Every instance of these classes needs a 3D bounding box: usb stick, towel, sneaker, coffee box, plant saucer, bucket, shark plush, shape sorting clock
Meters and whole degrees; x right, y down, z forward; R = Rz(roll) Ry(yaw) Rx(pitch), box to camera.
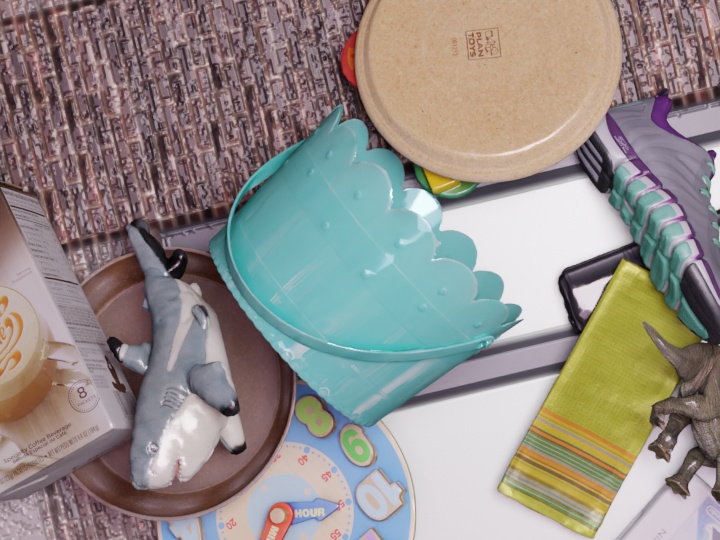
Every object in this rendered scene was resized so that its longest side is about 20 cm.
[{"bbox_3d":[0.245,-0.008,1.254,0.200,0.033,0.056,-21,89,2],"label":"usb stick"},{"bbox_3d":[0.183,0.097,1.248,0.086,0.018,0.200,25,101,-10],"label":"towel"},{"bbox_3d":[0.236,-0.046,1.207,0.087,0.074,0.200,-24,68,-12],"label":"sneaker"},{"bbox_3d":[-0.253,0.052,1.219,0.114,0.080,0.200,-30,79,9],"label":"coffee box"},{"bbox_3d":[-0.140,0.083,1.249,0.200,0.034,0.201,-1,86,11],"label":"plant saucer"},{"bbox_3d":[0.000,0.000,1.180,0.135,0.207,0.207,-42,91,7],"label":"bucket"},{"bbox_3d":[-0.139,0.051,1.186,0.083,0.091,0.201,-13,77,-6],"label":"shark plush"},{"bbox_3d":[-0.057,0.180,1.250,0.199,0.039,0.201,-1,84,10],"label":"shape sorting clock"}]

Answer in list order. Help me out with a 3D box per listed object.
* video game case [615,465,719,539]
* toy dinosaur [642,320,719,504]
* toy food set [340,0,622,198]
[{"bbox_3d":[0.259,0.279,1.271,0.200,0.022,0.182,41,93,-1],"label":"video game case"},{"bbox_3d":[0.260,0.104,1.229,0.102,0.077,0.200,-44,101,-24],"label":"toy dinosaur"},{"bbox_3d":[0.088,-0.156,1.218,0.197,0.049,0.200,-21,75,1],"label":"toy food set"}]
